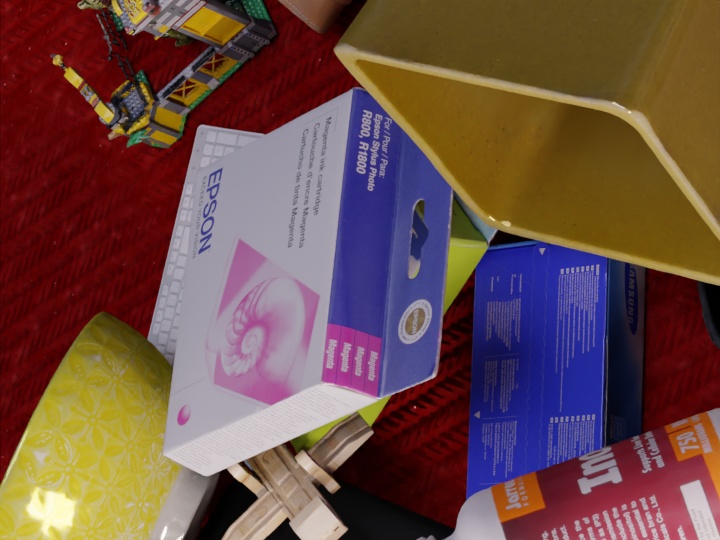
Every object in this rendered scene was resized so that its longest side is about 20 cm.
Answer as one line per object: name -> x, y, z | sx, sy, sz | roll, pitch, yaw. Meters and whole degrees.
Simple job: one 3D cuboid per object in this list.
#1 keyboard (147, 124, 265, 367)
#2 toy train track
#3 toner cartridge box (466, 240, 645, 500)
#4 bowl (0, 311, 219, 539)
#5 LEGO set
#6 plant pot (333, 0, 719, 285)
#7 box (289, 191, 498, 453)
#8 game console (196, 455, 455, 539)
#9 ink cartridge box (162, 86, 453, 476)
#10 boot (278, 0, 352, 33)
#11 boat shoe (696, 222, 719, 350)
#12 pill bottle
keyboard -> -0.105, 0.006, 1.849 | 0.056, 0.011, 0.201 | 9, 84, 39
toy train track -> -0.063, 0.101, 1.687 | 0.115, 0.033, 0.200 | -44, 36, 2
toner cartridge box -> 0.111, 0.083, 1.638 | 0.095, 0.043, 0.201 | -6, 75, 36
bowl -> -0.151, 0.137, 1.764 | 0.107, 0.200, 0.201 | 23, 93, 4
LEGO set -> -0.155, -0.188, 1.871 | 0.154, 0.116, 0.200 | -31, 61, 28
plant pot -> 0.144, -0.134, 1.522 | 0.194, 0.196, 0.200 | 15, 70, 37
box -> 0.000, 0.000, 1.716 | 0.200, 0.048, 0.122 | -57, 47, 29
game console -> -0.051, 0.225, 1.694 | 0.200, 0.116, 0.176 | -61, 12, -20
ink cartridge box -> -0.030, -0.002, 1.642 | 0.200, 0.043, 0.197 | -27, 47, 43
boot -> 0.011, -0.213, 1.785 | 0.200, 0.074, 0.155 | 44, 109, 42
boat shoe -> 0.214, -0.032, 1.577 | 0.074, 0.062, 0.201 | -20, 63, 35
pill bottle -> 0.122, 0.156, 1.519 | 0.199, 0.113, 0.113 | -20, 63, 2
